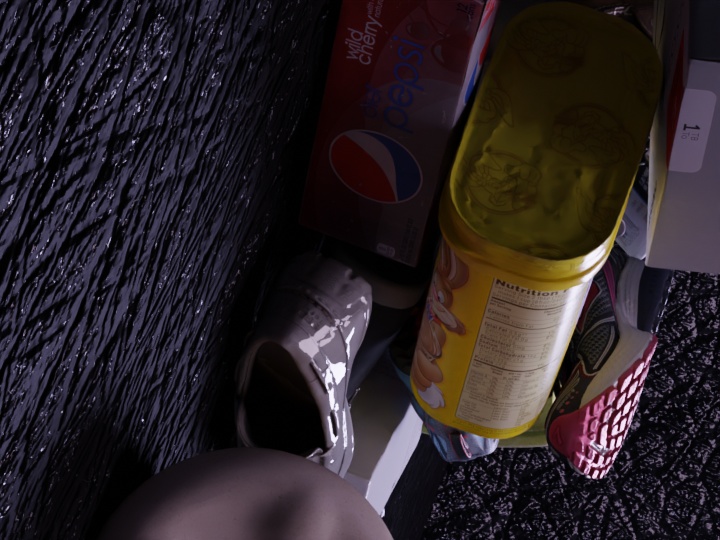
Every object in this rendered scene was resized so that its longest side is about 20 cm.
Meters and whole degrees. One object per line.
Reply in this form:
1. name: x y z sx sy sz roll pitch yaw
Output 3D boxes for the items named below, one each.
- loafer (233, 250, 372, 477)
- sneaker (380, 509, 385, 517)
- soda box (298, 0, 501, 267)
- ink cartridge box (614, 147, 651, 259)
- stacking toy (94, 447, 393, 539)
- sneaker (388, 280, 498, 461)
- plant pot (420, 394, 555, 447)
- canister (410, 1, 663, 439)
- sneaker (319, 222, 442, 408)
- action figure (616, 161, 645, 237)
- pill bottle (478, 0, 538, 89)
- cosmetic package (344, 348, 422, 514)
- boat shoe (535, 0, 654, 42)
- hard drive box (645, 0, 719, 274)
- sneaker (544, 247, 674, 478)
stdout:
1. loafer: -0.040 0.073 1.269 0.070 0.070 0.201 -51 160 -37
2. sneaker: -0.039 0.175 1.516 0.200 0.080 0.074 -60 171 -45
3. soda box: 0.022 -0.094 1.197 0.201 0.070 0.064 104 9 -51
4. ink cartridge box: 0.240 -0.100 1.478 0.200 0.047 0.198 -43 172 -8
5. stacking toy: -0.063 0.138 1.139 0.200 0.145 0.147 -140 -109 -78
6. sneaker: 0.065 0.041 1.459 0.200 0.079 0.096 -62 140 -56
7. plant pot: 0.091 -0.013 1.620 0.201 0.199 0.186 -57 155 -61
8. canister: 0.084 -0.019 1.257 0.200 0.086 0.149 101 9 -60
9. sneaker: 0.000 0.000 1.390 0.107 0.075 0.200 -58 180 27
10. action figure: 0.100 -0.075 1.469 0.118 0.055 0.201 -34 -143 12
11. pill bottle: 0.100 -0.173 1.417 0.111 0.110 0.201 81 31 -77
12. cosmetic package: -0.014 0.101 1.469 0.200 0.081 0.113 -61 170 -55
13. boat shoe: 0.156 -0.126 1.349 0.200 0.072 0.073 -24 123 -54
14. hard drive box: 0.189 -0.123 1.206 0.156 0.076 0.201 94 2 -52
15. sneaker: 0.126 0.049 1.397 0.200 0.074 0.081 -64 171 -63
